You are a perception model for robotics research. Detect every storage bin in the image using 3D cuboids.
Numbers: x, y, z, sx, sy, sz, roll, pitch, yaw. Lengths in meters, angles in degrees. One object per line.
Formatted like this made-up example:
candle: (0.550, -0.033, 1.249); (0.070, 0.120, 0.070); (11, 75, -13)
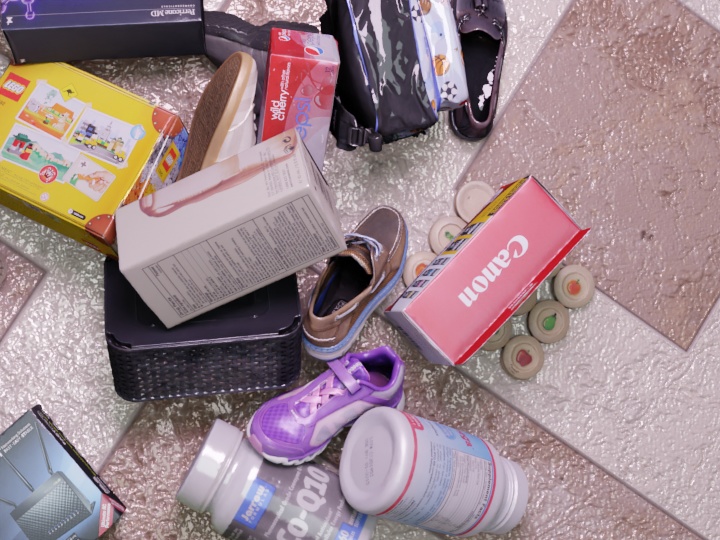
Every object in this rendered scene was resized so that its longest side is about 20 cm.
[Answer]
storage bin: (-0.163, 0.048, 1.287); (0.196, 0.094, 0.137); (-4, 51, -8)

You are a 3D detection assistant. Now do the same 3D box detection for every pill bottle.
pill bottle: (-0.089, 0.246, 1.310); (0.198, 0.114, 0.115); (29, 85, -6)
pill bottle: (0.082, 0.219, 1.306); (0.198, 0.108, 0.110); (22, 84, -36)

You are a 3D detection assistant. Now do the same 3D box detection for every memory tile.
memory tile: (0.158, 0.010, 1.400); (0.199, 0.017, 0.154); (39, 84, -4)

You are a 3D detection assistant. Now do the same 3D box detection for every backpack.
backpack: (0.026, -0.225, 1.306); (0.152, 0.190, 0.204); (-9, 92, -13)

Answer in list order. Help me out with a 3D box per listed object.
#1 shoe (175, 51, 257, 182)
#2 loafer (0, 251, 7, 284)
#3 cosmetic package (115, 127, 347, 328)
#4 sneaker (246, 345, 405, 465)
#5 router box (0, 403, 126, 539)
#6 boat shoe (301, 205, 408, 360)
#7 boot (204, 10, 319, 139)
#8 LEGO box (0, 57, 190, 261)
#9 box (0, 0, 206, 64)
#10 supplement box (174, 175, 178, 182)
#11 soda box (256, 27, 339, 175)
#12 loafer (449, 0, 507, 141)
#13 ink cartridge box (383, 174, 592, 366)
shoe: (-0.143, -0.124, 1.262); (0.053, 0.070, 0.202); (14, 105, -35)
loafer: (-0.466, 0.031, 1.295); (0.198, 0.068, 0.076); (-30, 94, -23)
cosmetic package: (-0.125, -0.040, 1.191); (0.197, 0.104, 0.088); (-23, 48, 7)
sneaker: (-0.029, 0.132, 1.300); (0.198, 0.089, 0.081); (-20, 60, -32)
router box: (-0.368, 0.263, 1.299); (0.200, 0.062, 0.150); (-42, 92, -7)
boat shoe: (0.000, 0.000, 1.318); (0.071, 0.073, 0.202); (18, 57, 13)
boot: (-0.137, -0.205, 1.339); (0.197, 0.070, 0.134); (13, 116, 20)
LEGO box: (-0.297, -0.121, 1.273); (0.198, 0.077, 0.150); (25, 74, 14)
box: (-0.260, -0.294, 1.257); (0.196, 0.079, 0.144); (-4, 75, -5)
supplement box: (-0.138, -0.069, 1.340); (0.196, 0.067, 0.070); (0, 88, -8)
soda box: (-0.068, -0.134, 1.235); (0.069, 0.064, 0.202); (6, 123, -7)
loafer: (0.135, -0.248, 1.383); (0.071, 0.063, 0.204); (2, 88, -7)
ink cartridge box: (0.131, 0.001, 1.301); (0.084, 0.176, 0.200); (44, 83, -4)
